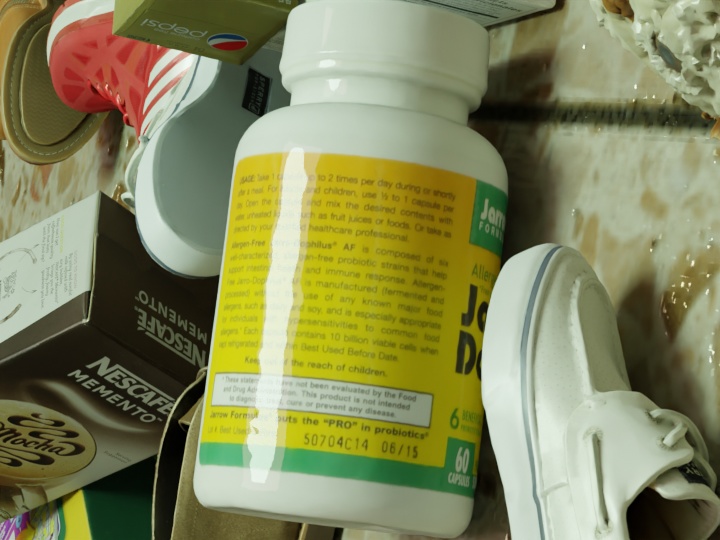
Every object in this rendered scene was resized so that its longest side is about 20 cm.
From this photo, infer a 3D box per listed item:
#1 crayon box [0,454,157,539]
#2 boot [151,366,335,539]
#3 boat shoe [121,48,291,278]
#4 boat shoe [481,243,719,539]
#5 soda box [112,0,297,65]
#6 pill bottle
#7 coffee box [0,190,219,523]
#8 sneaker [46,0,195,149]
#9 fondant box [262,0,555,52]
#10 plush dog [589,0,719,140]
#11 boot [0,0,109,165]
[{"bbox_3d":[-0.173,0.162,1.205,0.201,0.058,0.173,-60,30,32],"label":"crayon box"},{"bbox_3d":[-0.041,0.049,0.962,0.074,0.075,0.202,-175,97,-69],"label":"boot"},{"bbox_3d":[-0.079,-0.048,1.024,0.086,0.074,0.203,-49,19,34],"label":"boat shoe"},{"bbox_3d":[0.088,0.077,0.712,0.069,0.071,0.201,-20,54,29],"label":"boat shoe"},{"bbox_3d":[-0.067,-0.203,0.989,0.064,0.067,0.201,-34,50,58],"label":"soda box"},{"bbox_3d":[0.000,0.000,0.853,0.113,0.112,0.202,-10,71,63],"label":"pill bottle"},{"bbox_3d":[-0.168,0.052,1.088,0.199,0.113,0.080,-25,47,31],"label":"coffee box"},{"bbox_3d":[-0.127,-0.095,1.192,0.200,0.078,0.116,-29,53,59],"label":"sneaker"},{"bbox_3d":[0.021,-0.176,0.940,0.200,0.058,0.145,-4,76,63],"label":"fondant box"},{"bbox_3d":[0.127,-0.096,0.602,0.161,0.200,0.171,-51,29,-21],"label":"plush dog"},{"bbox_3d":[-0.215,-0.124,1.378,0.155,0.076,0.201,-42,41,49],"label":"boot"}]
